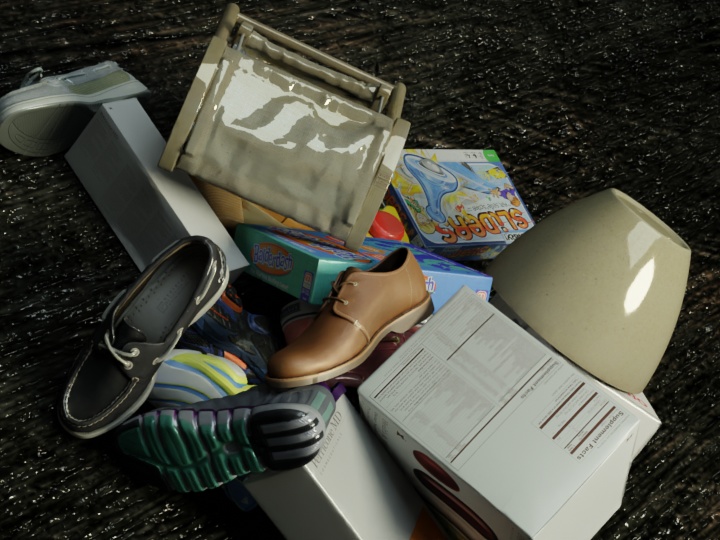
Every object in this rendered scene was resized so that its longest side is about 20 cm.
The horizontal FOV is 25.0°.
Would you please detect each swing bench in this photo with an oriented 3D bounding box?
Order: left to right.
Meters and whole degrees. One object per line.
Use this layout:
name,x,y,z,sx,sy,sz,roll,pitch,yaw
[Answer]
swing bench,-0.067,-0.138,1.524,0.198,0.130,0.200,23,17,-9

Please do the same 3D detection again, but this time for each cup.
cup,0.246,0.004,1.618,0.200,0.143,0.200,35,13,-10

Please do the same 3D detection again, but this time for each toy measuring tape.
toy measuring tape,0.002,-0.054,1.711,0.073,0.074,0.200,13,38,-33

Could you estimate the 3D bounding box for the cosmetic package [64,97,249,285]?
cosmetic package,-0.192,-0.058,1.524,0.051,0.083,0.200,-20,71,-48

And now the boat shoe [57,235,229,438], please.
boat shoe,-0.185,0.053,1.363,0.074,0.060,0.200,41,80,13

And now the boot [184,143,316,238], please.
boot,-0.086,-0.068,1.639,0.201,0.071,0.144,23,37,-31

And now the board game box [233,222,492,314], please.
board game box,0.000,0.000,1.524,0.199,0.045,0.152,5,11,-36

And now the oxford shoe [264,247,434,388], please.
oxford shoe,-0.017,0.039,1.380,0.200,0.071,0.072,-35,118,-44

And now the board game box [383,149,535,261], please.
board game box,0.105,-0.075,1.838,0.199,0.034,0.136,-4,59,-43

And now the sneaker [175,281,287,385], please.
sneaker,-0.118,0.073,1.482,0.200,0.078,0.075,47,30,-25

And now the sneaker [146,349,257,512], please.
sneaker,-0.112,0.145,1.417,0.199,0.076,0.105,25,43,-24

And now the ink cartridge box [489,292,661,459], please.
ink cartridge box,0.206,0.107,1.664,0.145,0.085,0.200,33,17,-19

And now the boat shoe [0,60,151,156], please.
boat shoe,-0.283,-0.162,1.548,0.065,0.075,0.202,47,34,13

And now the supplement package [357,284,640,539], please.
supplement package,0.119,0.161,1.443,0.200,0.192,0.147,38,68,22

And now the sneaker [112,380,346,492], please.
sneaker,-0.108,0.133,1.360,0.088,0.199,0.075,-49,128,-57

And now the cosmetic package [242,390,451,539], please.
cosmetic package,-0.005,0.214,1.401,0.200,0.071,0.102,54,36,-21

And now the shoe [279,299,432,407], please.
shoe,0.015,0.085,1.518,0.199,0.071,0.091,9,62,-37
